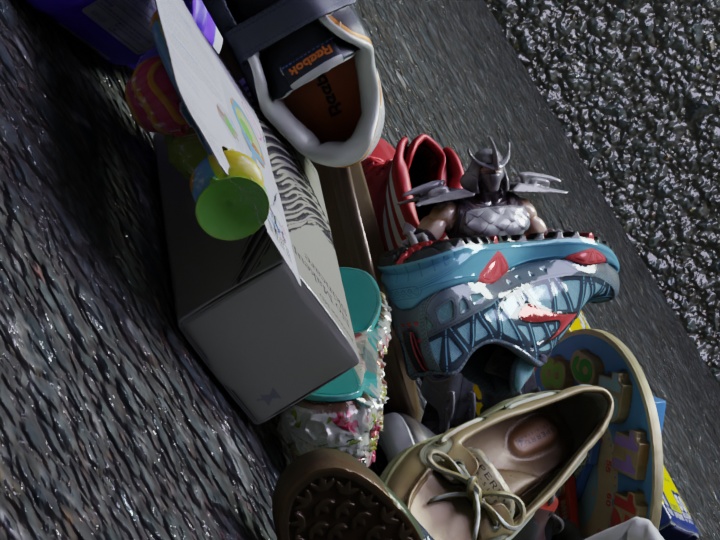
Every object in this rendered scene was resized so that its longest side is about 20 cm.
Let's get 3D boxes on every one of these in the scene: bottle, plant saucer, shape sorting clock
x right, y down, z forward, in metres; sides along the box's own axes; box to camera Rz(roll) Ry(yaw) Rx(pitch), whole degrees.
[{"bbox_3d":[-0.131,-0.155,1.558,0.084,0.065,0.200,67,11,20],"label":"bottle"},{"bbox_3d":[0.000,0.000,1.743,0.200,0.029,0.201,-13,90,-87],"label":"plant saucer"},{"bbox_3d":[0.138,0.137,1.826,0.039,0.200,0.201,4,44,-28],"label":"shape sorting clock"}]

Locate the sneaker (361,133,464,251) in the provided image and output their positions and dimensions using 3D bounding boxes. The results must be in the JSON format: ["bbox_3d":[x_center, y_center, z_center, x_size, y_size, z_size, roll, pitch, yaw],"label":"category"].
[{"bbox_3d":[0.034,-0.057,1.914,0.078,0.116,0.200,9,34,-20],"label":"sneaker"}]

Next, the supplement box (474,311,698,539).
[{"bbox_3d":[0.135,0.117,1.982,0.201,0.109,0.109,63,10,16],"label":"supplement box"}]

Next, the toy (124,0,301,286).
[{"bbox_3d":[-0.086,-0.076,1.437,0.115,0.047,0.200,57,5,-33],"label":"toy"}]

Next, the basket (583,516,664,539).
[{"bbox_3d":[0.146,0.261,1.581,0.124,0.135,0.200,58,9,-36],"label":"basket"}]

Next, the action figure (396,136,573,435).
[{"bbox_3d":[0.083,0.014,1.818,0.069,0.129,0.201,-146,-125,-70],"label":"action figure"}]

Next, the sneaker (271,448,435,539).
[{"bbox_3d":[0.011,0.153,1.421,0.201,0.067,0.090,55,4,-29],"label":"sneaker"}]

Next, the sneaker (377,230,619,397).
[{"bbox_3d":[0.084,0.028,1.721,0.199,0.079,0.096,-4,87,-46],"label":"sneaker"}]

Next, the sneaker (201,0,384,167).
[{"bbox_3d":[-0.043,-0.145,1.544,0.200,0.078,0.079,57,5,-19],"label":"sneaker"}]

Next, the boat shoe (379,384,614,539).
[{"bbox_3d":[0.074,0.113,1.632,0.074,0.063,0.200,57,40,-4],"label":"boat shoe"}]

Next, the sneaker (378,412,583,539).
[{"bbox_3d":[0.075,0.130,1.729,0.200,0.082,0.077,48,16,-51],"label":"sneaker"}]

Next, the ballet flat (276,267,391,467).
[{"bbox_3d":[-0.019,0.061,1.553,0.200,0.075,0.064,-79,169,-68],"label":"ballet flat"}]

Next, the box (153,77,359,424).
[{"bbox_3d":[-0.058,-0.014,1.517,0.082,0.068,0.200,53,12,-31],"label":"box"}]

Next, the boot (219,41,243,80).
[{"bbox_3d":[-0.055,-0.090,1.728,0.097,0.075,0.200,46,15,-44],"label":"boot"}]
